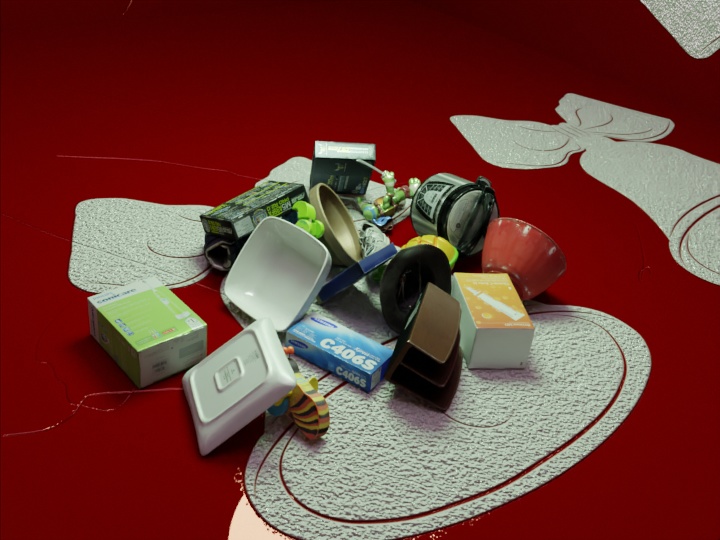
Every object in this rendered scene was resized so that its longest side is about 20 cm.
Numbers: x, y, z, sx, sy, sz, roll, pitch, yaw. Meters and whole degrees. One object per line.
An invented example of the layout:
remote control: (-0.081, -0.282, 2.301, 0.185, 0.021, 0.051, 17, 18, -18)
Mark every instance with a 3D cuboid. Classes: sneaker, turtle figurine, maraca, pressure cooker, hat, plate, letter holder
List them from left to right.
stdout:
plate: (-0.216, 0.183, 1.388, 0.198, 0.032, 0.200, -36, 38, 2)
sneaker: (-0.251, -0.056, 1.816, 0.197, 0.079, 0.147, -7, 21, -4)
sneaker: (-0.160, -0.042, 1.788, 0.077, 0.067, 0.203, 10, 58, 18)
sneaker: (0.021, -0.052, 1.853, 0.082, 0.074, 0.201, 47, 11, -14)
turtle figurine: (0.052, -0.206, 2.069, 0.199, 0.146, 0.192, 40, 35, 26)
hat: (0.097, 0.036, 1.687, 0.197, 0.206, 0.080, -17, 16, -35)
maraca: (0.123, -0.011, 1.817, 0.196, 0.109, 0.137, -23, 26, -12)
letter holder: (0.145, 0.144, 1.535, 0.140, 0.102, 0.201, 30, 35, -2)
pressure cooker: (0.231, -0.129, 1.929, 0.176, 0.180, 0.199, -23, 28, -21)

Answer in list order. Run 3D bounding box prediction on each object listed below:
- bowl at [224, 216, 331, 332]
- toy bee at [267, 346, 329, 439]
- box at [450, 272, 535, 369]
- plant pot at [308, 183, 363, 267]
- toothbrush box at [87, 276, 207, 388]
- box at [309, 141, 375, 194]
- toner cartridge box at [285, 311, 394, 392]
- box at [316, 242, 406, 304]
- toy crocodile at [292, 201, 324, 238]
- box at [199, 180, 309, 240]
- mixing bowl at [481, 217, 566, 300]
bowl: (-0.159, 0.012, 1.664, 0.198, 0.203, 0.074, 30, -2, 28)
toy bee: (-0.128, 0.194, 1.403, 0.196, 0.111, 0.131, 25, 14, 6)
box: (0.261, 0.099, 1.669, 0.121, 0.099, 0.202, 1, 32, -10)
plant pot: (-0.078, -0.086, 1.860, 0.091, 0.202, 0.202, -29, 27, 15)
toothbrush box: (-0.396, 0.109, 1.522, 0.144, 0.088, 0.199, -21, 42, -38)
box: (-0.049, -0.259, 2.100, 0.153, 0.201, 0.052, 2, 69, -8)
toner cartridge box: (-0.039, 0.153, 1.569, 0.197, 0.044, 0.095, 24, 32, 24)
box: (0.000, 0.000, 1.705, 0.120, 0.199, 0.033, -30, 88, -45)
toy crocodile: (-0.115, -0.045, 1.741, 0.060, 0.206, 0.067, -2, 2, 27)
box: (-0.232, -0.135, 1.793, 0.198, 0.045, 0.159, -31, 24, -30)
mixing bowl: (0.341, -0.007, 1.802, 0.197, 0.202, 0.109, 24, 64, 25)
